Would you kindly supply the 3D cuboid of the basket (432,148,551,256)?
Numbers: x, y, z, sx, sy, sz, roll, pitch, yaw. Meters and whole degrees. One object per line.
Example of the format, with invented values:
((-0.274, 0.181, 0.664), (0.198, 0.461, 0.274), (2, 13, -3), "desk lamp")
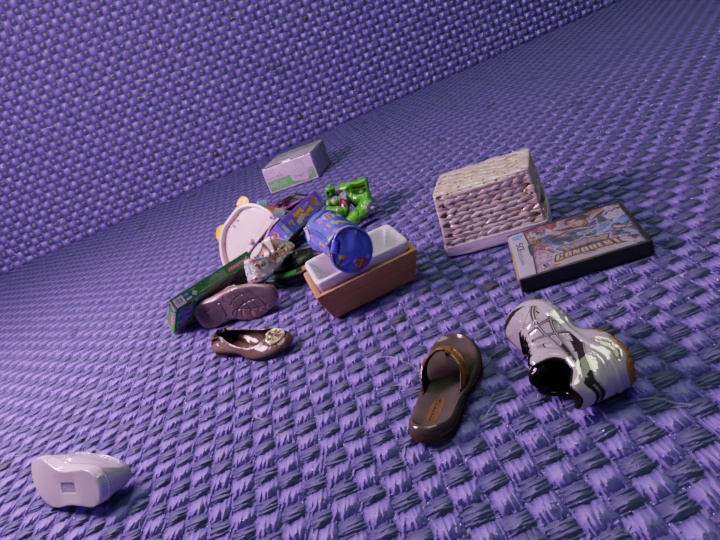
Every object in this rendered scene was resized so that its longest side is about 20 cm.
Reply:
((0.239, -0.127, 1.222), (0.195, 0.126, 0.136), (-14, 23, 21), "basket")

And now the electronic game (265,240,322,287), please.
((-0.137, -0.022, 1.487), (0.195, 0.042, 0.201), (-21, 21, 8), "electronic game")

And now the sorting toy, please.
((-0.251, -0.103, 1.671), (0.200, 0.107, 0.179), (-47, -16, 23), "sorting toy")

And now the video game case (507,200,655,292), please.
((0.336, -0.042, 1.049), (0.195, 0.026, 0.182), (-18, 21, 14), "video game case")

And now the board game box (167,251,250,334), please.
((-0.322, 0.048, 1.430), (0.198, 0.029, 0.135), (-36, -12, -29), "board game box")

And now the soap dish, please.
((0.000, 0.000, 1.226), (0.196, 0.083, 0.157), (-26, 20, -6), "soap dish")

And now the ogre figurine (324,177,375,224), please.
((-0.025, -0.165, 1.639), (0.117, 0.100, 0.201), (-23, 18, 8), "ogre figurine")

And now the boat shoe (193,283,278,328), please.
((-0.250, 0.059, 1.363), (0.195, 0.077, 0.072), (-12, 20, 23), "boat shoe")

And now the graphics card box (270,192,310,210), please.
((-0.236, -0.156, 1.914), (0.197, 0.052, 0.125), (-30, 21, -21), "graphics card box")

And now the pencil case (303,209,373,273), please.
((-0.044, -0.055, 1.172), (0.084, 0.080, 0.200), (3, 12, -19), "pencil case")

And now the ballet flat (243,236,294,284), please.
((-0.192, -0.036, 1.424), (0.074, 0.065, 0.201), (-21, 16, 20), "ballet flat")

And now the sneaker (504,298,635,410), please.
((0.215, 0.094, 0.769), (0.086, 0.077, 0.199), (-28, 20, -16), "sneaker")

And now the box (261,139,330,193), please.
((-0.227, -0.374, 2.376), (0.195, 0.099, 0.177), (-16, 22, 18), "box")

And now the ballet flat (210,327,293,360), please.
((-0.200, 0.123, 1.187), (0.196, 0.047, 0.067), (-5, 27, 40), "ballet flat")

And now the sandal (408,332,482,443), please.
((0.100, 0.131, 0.830), (0.080, 0.056, 0.201), (-11, 24, 29), "sandal")

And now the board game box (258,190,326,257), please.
((-0.175, -0.100, 1.631), (0.134, 0.045, 0.201), (-45, 4, 38), "board game box")

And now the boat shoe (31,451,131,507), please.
((-0.405, 0.294, 0.965), (0.197, 0.074, 0.068), (-16, -2, 37), "boat shoe")
